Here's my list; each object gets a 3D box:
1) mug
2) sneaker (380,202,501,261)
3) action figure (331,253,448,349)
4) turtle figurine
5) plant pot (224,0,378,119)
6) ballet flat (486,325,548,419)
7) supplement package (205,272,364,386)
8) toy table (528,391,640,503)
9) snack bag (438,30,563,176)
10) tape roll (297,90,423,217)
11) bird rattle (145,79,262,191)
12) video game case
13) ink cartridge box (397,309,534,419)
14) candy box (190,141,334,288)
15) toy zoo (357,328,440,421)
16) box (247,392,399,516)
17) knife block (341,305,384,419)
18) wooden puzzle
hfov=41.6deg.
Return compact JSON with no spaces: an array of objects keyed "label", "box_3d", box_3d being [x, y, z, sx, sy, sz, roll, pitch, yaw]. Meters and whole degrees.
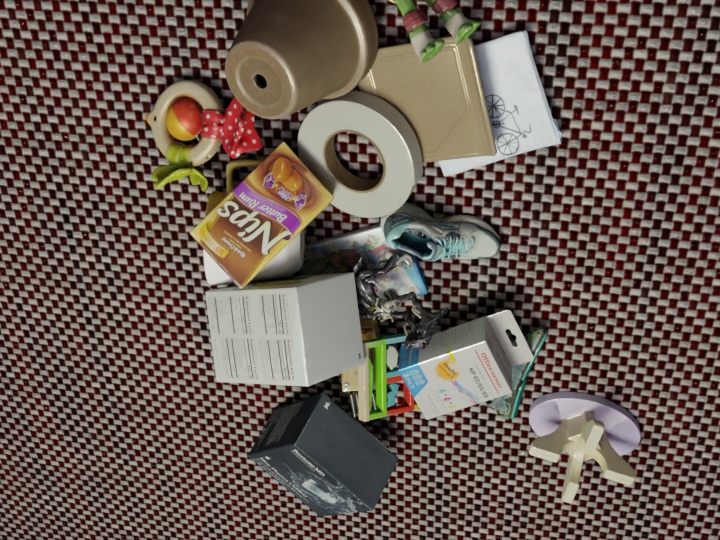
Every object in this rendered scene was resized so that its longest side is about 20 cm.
[{"label":"mug","box_3d":[-0.168,-0.063,1.525,0.150,0.151,0.189,2,131,2]},{"label":"sneaker","box_3d":[0.126,-0.041,1.493,0.196,0.087,0.079,10,124,-5]},{"label":"action figure","box_3d":[0.045,0.039,1.547,0.199,0.102,0.120,38,137,19]},{"label":"turtle figurine","box_3d":[0.078,-0.388,1.230,0.199,0.143,0.196,-34,88,35]},{"label":"plant pot","box_3d":[-0.098,-0.302,1.300,0.197,0.175,0.203,18,134,20]},{"label":"ballet flat","box_3d":[0.260,0.170,1.625,0.073,0.075,0.203,16,122,2]},{"label":"supplement package","box_3d":[-0.120,0.092,1.520,0.197,0.151,0.154,-3,97,37]},{"label":"toy table","box_3d":[0.389,0.300,1.647,0.196,0.118,0.187,6,124,10]},{"label":"snack bag","box_3d":[0.179,-0.246,1.391,0.197,0.022,0.191,-14,118,24]},{"label":"tape roll","box_3d":[-0.002,-0.174,1.443,0.199,0.037,0.206,17,131,20]},{"label":"bird rattle","box_3d":[-0.256,-0.216,1.460,0.199,0.112,0.164,-39,81,31]},{"label":"video game case","box_3d":[0.000,0.000,1.599,0.197,0.018,0.145,-14,118,21]},{"label":"ink cartridge box","box_3d":[0.173,0.154,1.543,0.197,0.068,0.116,-21,118,21]},{"label":"candy box","box_3d":[-0.149,-0.083,1.448,0.200,0.056,0.117,-45,94,-5]},{"label":"toy zoo","box_3d":[0.079,0.172,1.608,0.020,0.197,0.134,9,102,53]},{"label":"box","box_3d":[-0.071,0.342,1.738,0.196,0.118,0.199,42,147,-15]},{"label":"knife block","box_3d":[0.008,0.162,1.678,0.063,0.176,0.204,-4,84,7]},{"label":"wooden puzzle","box_3d":[0.093,-0.246,1.384,0.197,0.037,0.188,0,124,28]}]
